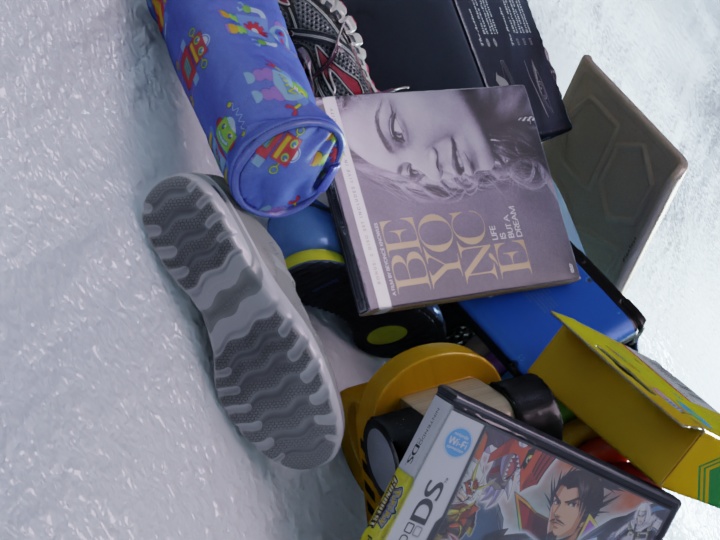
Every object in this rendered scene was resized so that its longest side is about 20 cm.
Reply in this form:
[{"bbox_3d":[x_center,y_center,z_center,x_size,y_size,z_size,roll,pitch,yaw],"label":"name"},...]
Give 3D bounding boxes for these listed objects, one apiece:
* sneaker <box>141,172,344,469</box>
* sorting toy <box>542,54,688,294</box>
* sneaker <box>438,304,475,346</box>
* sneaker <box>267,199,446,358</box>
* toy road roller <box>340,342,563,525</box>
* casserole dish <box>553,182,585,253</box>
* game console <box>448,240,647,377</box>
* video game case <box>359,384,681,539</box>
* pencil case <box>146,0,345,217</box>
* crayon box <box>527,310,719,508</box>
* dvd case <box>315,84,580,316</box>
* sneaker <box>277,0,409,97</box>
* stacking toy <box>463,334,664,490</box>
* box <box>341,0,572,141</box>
[{"bbox_3d":[-0.057,0.025,1.256,0.201,0.075,0.082,66,24,-4],"label":"sneaker"},{"bbox_3d":[0.198,-0.058,1.712,0.036,0.186,0.200,9,30,-27],"label":"sorting toy"},{"bbox_3d":[0.082,0.016,1.579,0.083,0.072,0.200,57,11,17],"label":"sneaker"},{"bbox_3d":[0.000,0.000,1.422,0.200,0.066,0.079,36,35,-52],"label":"sneaker"},{"bbox_3d":[0.054,0.145,1.340,0.146,0.122,0.201,-146,-134,-60],"label":"toy road roller"},{"bbox_3d":[0.137,0.008,1.672,0.039,0.121,0.201,-21,90,-35],"label":"casserole dish"},{"bbox_3d":[0.109,0.014,1.515,0.170,0.119,0.200,-27,64,-34],"label":"game console"},{"bbox_3d":[0.087,0.188,1.269,0.200,0.181,0.025,27,2,-31],"label":"video game case"},{"bbox_3d":[-0.071,-0.124,1.285,0.087,0.078,0.200,7,41,-33],"label":"pencil case"},{"bbox_3d":[0.195,0.098,1.382,0.127,0.051,0.200,42,8,30],"label":"crayon box"},{"bbox_3d":[0.059,-0.053,1.398,0.199,0.016,0.149,-8,78,-39],"label":"dvd case"},{"bbox_3d":[-0.026,-0.126,1.415,0.200,0.081,0.075,50,31,2],"label":"sneaker"},{"bbox_3d":[0.148,0.125,1.477,0.200,0.085,0.085,46,4,40],"label":"stacking toy"},{"bbox_3d":[0.065,-0.182,1.656,0.200,0.117,0.197,-17,86,-68],"label":"box"}]
